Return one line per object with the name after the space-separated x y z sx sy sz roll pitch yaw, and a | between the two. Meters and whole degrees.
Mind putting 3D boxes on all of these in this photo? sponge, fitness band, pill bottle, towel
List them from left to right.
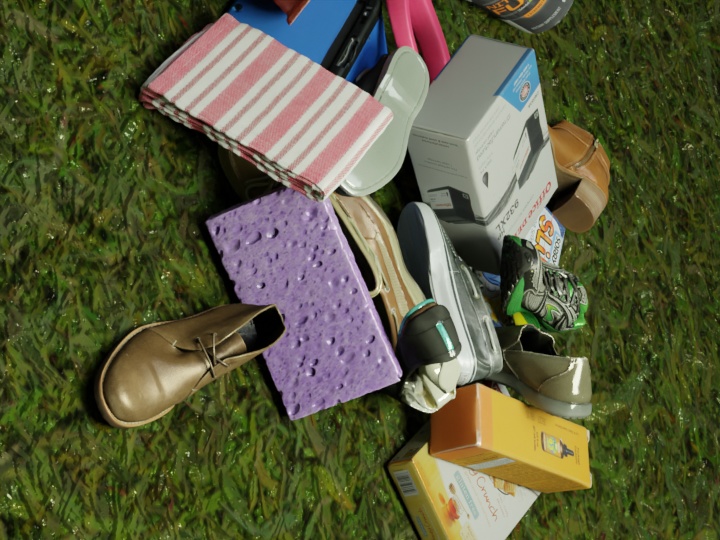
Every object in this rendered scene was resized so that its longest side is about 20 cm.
-0.082 -0.148 1.312 0.199 0.030 0.147 31 47 8 | towel
-0.050 0.025 1.313 0.030 0.110 0.202 -61 128 -77 | sponge
0.062 -0.226 1.552 0.201 0.037 0.145 65 22 -44 | fitness band
0.160 -0.359 1.717 0.199 0.105 0.108 16 64 -46 | pill bottle

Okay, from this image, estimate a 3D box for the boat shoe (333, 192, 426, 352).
0.000 0.000 1.413 0.201 0.075 0.074 57 44 -18 | boat shoe

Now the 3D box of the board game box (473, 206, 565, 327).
0.168 -0.008 1.649 0.135 0.034 0.202 43 47 -32 | board game box

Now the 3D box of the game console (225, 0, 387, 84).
-0.058 -0.199 1.461 0.172 0.117 0.201 81 26 -43 | game console

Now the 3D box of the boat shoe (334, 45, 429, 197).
0.008 -0.135 1.401 0.076 0.060 0.201 50 45 -18 | boat shoe

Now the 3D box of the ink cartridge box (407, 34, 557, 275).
0.130 -0.118 1.524 0.146 0.083 0.201 -54 145 -30 | ink cartridge box

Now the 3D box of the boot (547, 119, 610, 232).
0.231 -0.153 1.765 0.201 0.073 0.155 53 33 -16 | boot

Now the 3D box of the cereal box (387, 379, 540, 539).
0.115 0.209 1.499 0.200 0.039 0.145 -40 107 -50 | cereal box

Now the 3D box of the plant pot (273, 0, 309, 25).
-0.081 -0.369 1.352 0.195 0.201 0.202 38 46 -8 | plant pot

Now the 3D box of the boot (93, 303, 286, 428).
-0.140 0.069 1.216 0.199 0.075 0.074 -30 102 -50 | boot

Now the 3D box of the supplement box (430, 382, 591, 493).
0.155 0.174 1.478 0.199 0.068 0.067 24 57 -41 | supplement box

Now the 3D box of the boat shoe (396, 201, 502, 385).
0.091 0.024 1.490 0.070 0.072 0.202 -2 67 -30 | boat shoe

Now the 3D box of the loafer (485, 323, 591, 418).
0.168 0.086 1.495 0.075 0.199 0.071 3 107 -42 | loafer

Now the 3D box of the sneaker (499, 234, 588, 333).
0.191 0.014 1.512 0.200 0.084 0.079 46 44 -68 | sneaker

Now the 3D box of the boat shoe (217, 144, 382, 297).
-0.052 -0.054 1.339 0.073 0.063 0.201 -39 97 -7 | boat shoe

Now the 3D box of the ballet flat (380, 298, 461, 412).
0.058 0.095 1.371 0.068 0.200 0.069 -32 74 -14 | ballet flat
